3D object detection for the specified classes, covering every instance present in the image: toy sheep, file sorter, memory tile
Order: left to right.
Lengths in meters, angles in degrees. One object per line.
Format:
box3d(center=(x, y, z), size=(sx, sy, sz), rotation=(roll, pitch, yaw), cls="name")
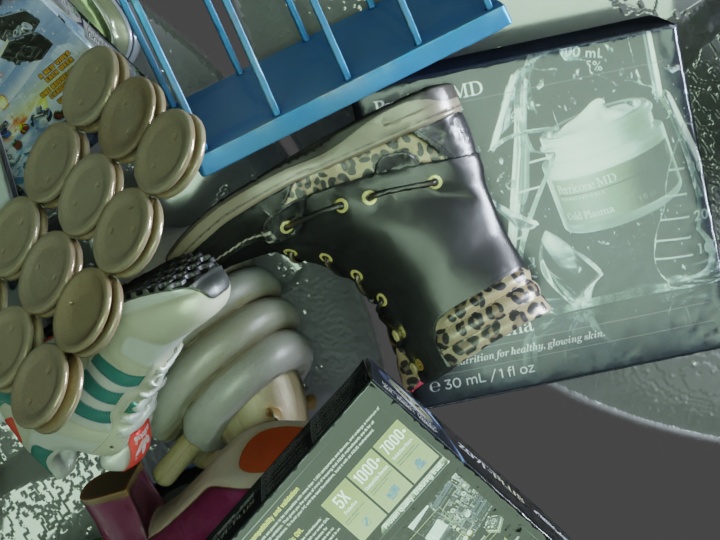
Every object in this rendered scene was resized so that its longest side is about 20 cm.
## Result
box3d(center=(-0.163, -0.019, 1.487), size=(0.017, 0.153, 0.201), rotation=(23, 99, -38), cls="memory tile")
box3d(center=(-0.104, 0.042, 1.599), size=(0.138, 0.138, 0.200), rotation=(-44, 80, 5), cls="toy sheep")
box3d(center=(-0.038, -0.165, 1.538), size=(0.199, 0.139, 0.123), rotation=(-26, 109, -5), cls="file sorter")

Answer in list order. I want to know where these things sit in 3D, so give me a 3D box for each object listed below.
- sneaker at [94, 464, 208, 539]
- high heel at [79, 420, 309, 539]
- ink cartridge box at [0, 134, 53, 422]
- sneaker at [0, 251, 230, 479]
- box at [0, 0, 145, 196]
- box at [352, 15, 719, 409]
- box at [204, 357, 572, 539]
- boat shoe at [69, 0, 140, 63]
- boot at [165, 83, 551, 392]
box3d(center=(-0.150, 0.194, 1.641), size=(0.199, 0.083, 0.071), rotation=(-33, 97, 3), cls="sneaker")
box3d(center=(-0.067, 0.148, 1.547), size=(0.199, 0.068, 0.096), rotation=(-11, 118, 33), cls="high heel")
box3d(center=(-0.282, 0.013, 1.592), size=(0.172, 0.044, 0.201), rotation=(-13, 123, -1), cls="ink cartridge box")
box3d(center=(-0.133, 0.061, 1.513), size=(0.199, 0.070, 0.094), rotation=(-26, 97, 38), cls="sneaker")
box3d(center=(-0.247, -0.094, 1.581), size=(0.200, 0.040, 0.137), rotation=(-37, 118, 15), cls="box")
box3d(center=(0.108, -0.038, 1.592), size=(0.199, 0.124, 0.198), rotation=(-12, 97, 1), cls="box")
box3d(center=(-0.001, 0.179, 1.437), size=(0.164, 0.086, 0.200), rotation=(41, 94, -6), cls="box")
box3d(center=(-0.224, -0.179, 1.594), size=(0.199, 0.062, 0.072), rotation=(33, 97, -6), cls="boat shoe")
box3d(center=(0.000, 0.000, 1.506), size=(0.199, 0.073, 0.151), rotation=(-29, 90, 13), cls="boot")
